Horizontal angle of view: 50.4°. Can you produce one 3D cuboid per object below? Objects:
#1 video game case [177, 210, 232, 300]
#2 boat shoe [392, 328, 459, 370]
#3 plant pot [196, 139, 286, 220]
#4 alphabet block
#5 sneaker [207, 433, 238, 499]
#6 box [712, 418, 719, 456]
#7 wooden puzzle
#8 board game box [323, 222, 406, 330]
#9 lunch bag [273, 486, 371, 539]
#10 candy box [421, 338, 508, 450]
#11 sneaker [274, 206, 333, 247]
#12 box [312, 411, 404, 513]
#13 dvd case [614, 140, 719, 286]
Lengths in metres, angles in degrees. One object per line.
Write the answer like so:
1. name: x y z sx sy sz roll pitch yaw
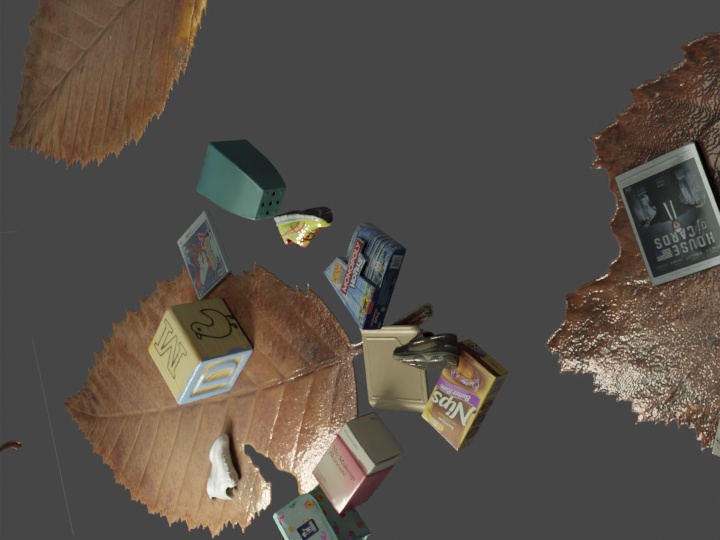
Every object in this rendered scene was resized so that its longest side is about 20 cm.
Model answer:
1. video game case: -0.461 -0.043 2.250 0.182 0.023 0.203 -38 70 41
2. boat shoe: 0.144 0.167 1.621 0.198 0.074 0.075 -8 61 54
3. plant pot: -0.299 -0.226 1.990 0.199 0.140 0.143 37 120 26
4. alphabet block: -0.454 0.225 2.168 0.201 0.193 0.198 51 125 24
5. sneaker: -0.396 0.579 2.260 0.098 0.075 0.204 12 105 23
6. box: 0.656 0.282 1.174 0.198 0.081 0.070 21 111 42
7. wooden puzzle: 0.083 0.222 1.757 0.183 0.037 0.204 -4 97 44
8. board game box: 0.000 0.000 1.763 0.199 0.061 0.203 37 117 47
9. lunch bag: -0.101 0.632 1.877 0.171 0.198 0.123 53 128 25
10. candy box: 0.217 0.262 1.614 0.116 0.056 0.203 39 123 33
11. sneaker: -0.132 -0.105 1.895 0.198 0.077 0.092 -2 103 50
12. box: -0.009 0.458 1.825 0.128 0.108 0.202 49 127 27
13. dvd case: 0.527 -0.092 1.283 0.149 0.024 0.204 -25 78 44
